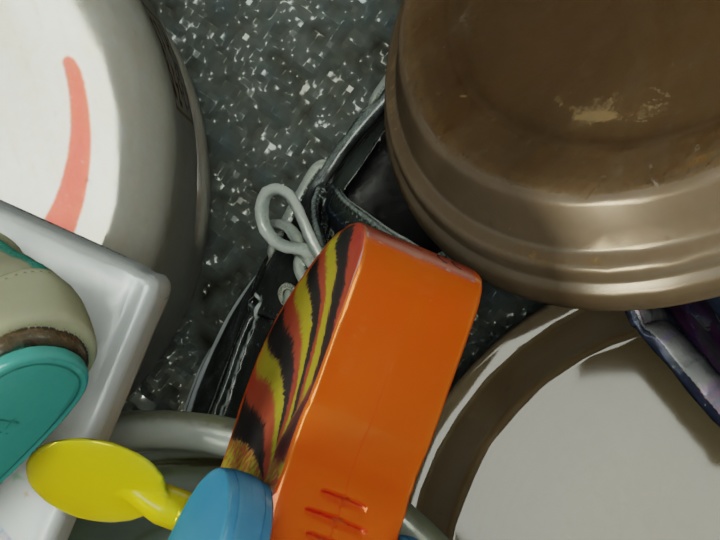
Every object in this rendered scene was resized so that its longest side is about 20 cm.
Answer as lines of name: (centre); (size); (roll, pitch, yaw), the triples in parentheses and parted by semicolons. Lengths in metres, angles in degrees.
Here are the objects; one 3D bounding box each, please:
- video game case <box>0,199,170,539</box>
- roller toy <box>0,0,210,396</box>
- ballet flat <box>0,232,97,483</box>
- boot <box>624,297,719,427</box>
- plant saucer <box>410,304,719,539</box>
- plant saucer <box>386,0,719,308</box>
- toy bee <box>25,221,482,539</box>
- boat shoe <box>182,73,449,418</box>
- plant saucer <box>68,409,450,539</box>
video game case: (-0.169, 0.058, 0.748); (0.181, 0.024, 0.201); (24, 94, 8)
roller toy: (-0.137, -0.032, 0.825); (0.182, 0.140, 0.201); (28, 86, 5)
ballet flat: (-0.144, 0.067, 0.705); (0.069, 0.069, 0.200); (45, 100, 7)
boot: (0.099, -0.045, 0.822); (0.090, 0.073, 0.200); (-25, 70, -25)
plant saucer: (0.106, 0.098, 0.852); (0.199, 0.029, 0.201); (0, 84, 3)
plant saucer: (0.090, -0.080, 0.758); (0.199, 0.029, 0.201); (-20, 46, 22)
toy bee: (-0.035, 0.088, 0.718); (0.131, 0.109, 0.200); (43, 66, -10)
boat shoe: (0.002, 0.001, 0.842); (0.073, 0.068, 0.200); (37, 87, 20)
plant saucer: (-0.038, 0.124, 0.825); (0.199, 0.050, 0.201); (7, 115, 15)
